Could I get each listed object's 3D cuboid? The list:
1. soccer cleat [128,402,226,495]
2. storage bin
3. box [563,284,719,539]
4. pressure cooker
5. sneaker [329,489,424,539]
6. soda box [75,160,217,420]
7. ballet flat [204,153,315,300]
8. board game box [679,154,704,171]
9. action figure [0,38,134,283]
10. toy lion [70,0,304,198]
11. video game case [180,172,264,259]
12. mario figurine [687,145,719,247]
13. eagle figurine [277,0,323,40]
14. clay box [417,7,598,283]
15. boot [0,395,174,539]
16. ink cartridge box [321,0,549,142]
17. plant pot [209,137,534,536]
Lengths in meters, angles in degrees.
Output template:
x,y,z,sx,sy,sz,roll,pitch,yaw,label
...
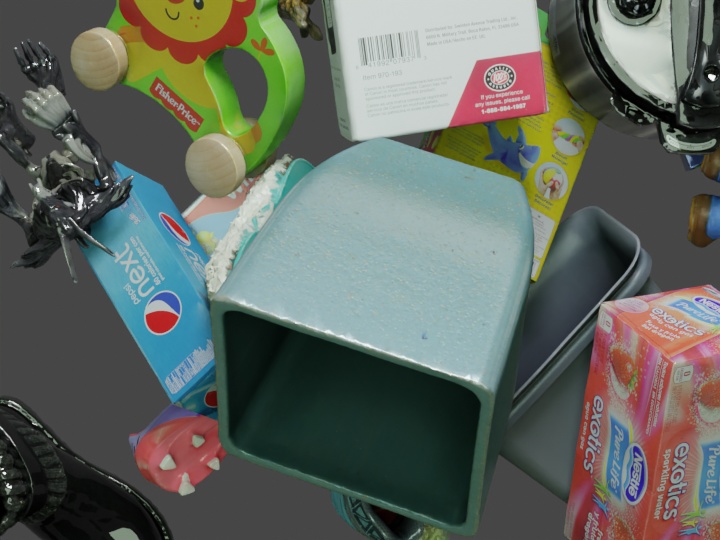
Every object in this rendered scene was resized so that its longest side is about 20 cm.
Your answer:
x,y,z,sx,sy,sz,roll,pitch,yaw,label
-0.089,0.093,1.713,0.200,0.076,0.067,-38,127,-11,soccer cleat
0.162,0.074,1.692,0.200,0.146,0.134,-46,116,1,storage bin
0.225,0.123,1.613,0.102,0.095,0.201,-8,120,-28,box
0.230,-0.182,1.602,0.179,0.200,0.176,-42,92,-5,pressure cooker
0.021,0.118,1.677,0.079,0.096,0.201,-17,117,-19,sneaker
-0.145,0.015,1.678,0.064,0.068,0.200,-41,58,13,soda box
-0.079,-0.010,1.657,0.071,0.200,0.072,9,126,13,ballet flat
0.280,-0.194,1.723,0.135,0.034,0.201,-20,90,2,board game box
-0.243,-0.081,1.671,0.119,0.200,0.102,-40,133,13,action figure
-0.119,-0.185,1.672,0.200,0.069,0.192,43,126,9,toy lion
-0.068,0.025,1.748,0.143,0.017,0.200,-44,88,2,video game case
0.343,-0.033,1.637,0.199,0.106,0.124,16,125,12,mario figurine
-0.024,-0.279,1.678,0.151,0.151,0.201,23,90,0,eagle figurine
0.111,-0.100,1.690,0.115,0.048,0.201,28,69,-15,clay box
-0.238,0.177,1.686,0.211,0.158,0.080,37,92,2,boot
0.046,-0.203,1.594,0.144,0.083,0.201,-8,98,-6,ink cartridge box
0.027,0.028,1.544,0.195,0.196,0.201,18,56,11,plant pot
